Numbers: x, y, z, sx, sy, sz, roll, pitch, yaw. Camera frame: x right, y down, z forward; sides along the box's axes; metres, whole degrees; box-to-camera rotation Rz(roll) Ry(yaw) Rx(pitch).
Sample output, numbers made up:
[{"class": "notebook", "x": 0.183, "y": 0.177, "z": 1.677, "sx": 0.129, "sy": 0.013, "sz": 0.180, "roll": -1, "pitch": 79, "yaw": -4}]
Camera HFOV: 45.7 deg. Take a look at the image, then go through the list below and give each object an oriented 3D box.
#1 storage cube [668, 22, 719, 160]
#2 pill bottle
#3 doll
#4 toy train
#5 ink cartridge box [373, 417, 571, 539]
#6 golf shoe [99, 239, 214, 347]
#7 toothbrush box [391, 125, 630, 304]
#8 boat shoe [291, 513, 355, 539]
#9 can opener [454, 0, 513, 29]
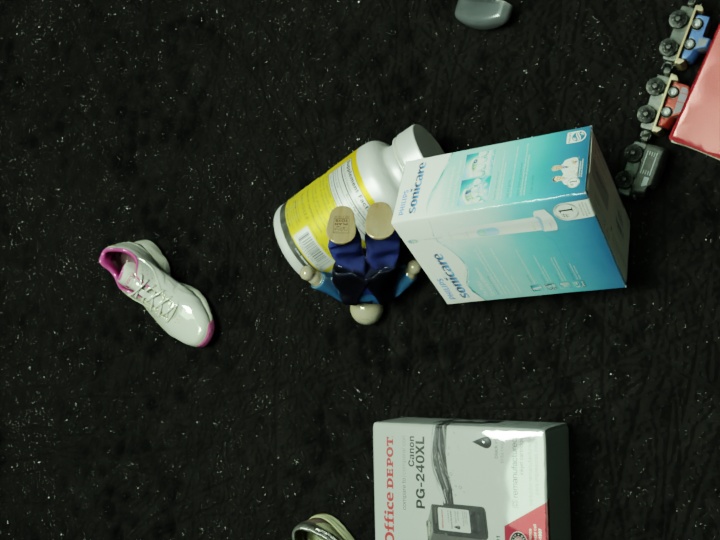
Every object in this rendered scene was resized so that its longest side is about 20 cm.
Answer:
[{"class": "storage cube", "x": 0.388, "y": -0.155, "z": 0.703, "sx": 0.170, "sy": 0.199, "sz": 0.182, "roll": 29, "pitch": 107, "yaw": 29}, {"class": "pill bottle", "x": 0.006, "y": -0.076, "z": 0.974, "sx": 0.199, "sy": 0.111, "sz": 0.112, "roll": -32, "pitch": 71, "yaw": 25}, {"class": "doll", "x": 0.000, "y": 0.000, "z": 0.937, "sx": 0.134, "sy": 0.201, "sz": 0.049, "roll": -6, "pitch": 60, "yaw": 2}, {"class": "toy train", "x": 0.304, "y": -0.167, "z": 0.845, "sx": 0.045, "sy": 0.034, "sz": 0.203, "roll": 20, "pitch": 97, "yaw": 27}, {"class": "ink cartridge box", "x": 0.114, "y": 0.233, "z": 0.900, "sx": 0.198, "sy": 0.083, "sz": 0.148, "roll": -4, "pitch": 84, "yaw": 31}, {"class": "golf shoe", "x": -0.277, "y": 0.033, "z": 1.150, "sx": 0.200, "sy": 0.091, "sz": 0.076, "roll": 41, "pitch": 105, "yaw": 25}, {"class": "toothbrush box", "x": 0.152, "y": -0.047, "z": 0.853, "sx": 0.198, "sy": 0.147, "sz": 0.086, "roll": -8, "pitch": 50, "yaw": 31}, {"class": "boat shoe", "x": -0.006, "y": 0.361, "z": 0.972, "sx": 0.200, "sy": 0.066, "sz": 0.072, "roll": 41, "pitch": 106, "yaw": 27}, {"class": "can opener", "x": 0.084, "y": -0.321, "z": 0.979, "sx": 0.198, "sy": 0.053, "sz": 0.068, "roll": 18, "pitch": 94, "yaw": 32}]
